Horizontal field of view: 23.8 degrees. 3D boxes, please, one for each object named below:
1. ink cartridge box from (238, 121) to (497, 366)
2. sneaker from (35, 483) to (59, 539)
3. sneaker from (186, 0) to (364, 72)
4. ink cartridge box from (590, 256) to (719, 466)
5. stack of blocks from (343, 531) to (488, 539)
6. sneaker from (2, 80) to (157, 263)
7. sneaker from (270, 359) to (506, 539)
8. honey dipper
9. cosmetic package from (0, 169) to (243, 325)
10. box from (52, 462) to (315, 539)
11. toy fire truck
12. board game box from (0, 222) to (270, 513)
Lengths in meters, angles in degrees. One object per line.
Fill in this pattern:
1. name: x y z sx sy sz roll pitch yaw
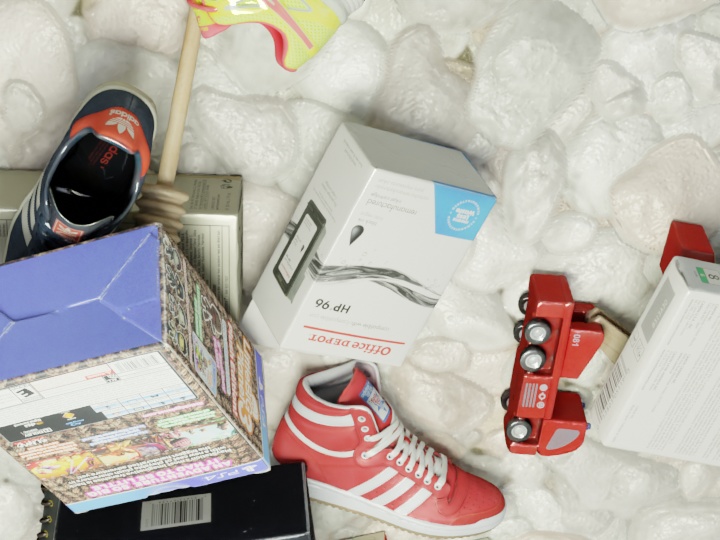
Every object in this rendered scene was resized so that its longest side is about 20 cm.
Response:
1. ink cartridge box: 0.000 0.000 1.270 0.115 0.068 0.201 11 120 -34
2. sneaker: -0.247 0.205 1.402 0.200 0.075 0.106 -42 106 10
3. sneaker: -0.097 -0.206 1.166 0.199 0.078 0.091 32 97 -16
4. ink cartridge box: 0.296 0.079 1.296 0.198 0.050 0.162 10 126 -17
5. stack of blocks: 0.020 0.285 1.445 0.198 0.059 0.116 -12 117 6
6. sneaker: -0.202 -0.032 1.183 0.074 0.085 0.201 20 116 -11
7. sneaker: 0.031 0.140 1.363 0.198 0.071 0.113 14 120 -5
8. honey dipper: -0.127 -0.111 1.210 0.038 0.038 0.202 12 90 -7
9. cosmetic package: -0.187 -0.014 1.280 0.198 0.073 0.104 3 117 -1
10. box: -0.127 0.264 1.336 0.198 0.104 0.183 -8 116 -1
11. toy fire truck: 0.191 0.057 1.333 0.140 0.049 0.201 5 119 -5
12. board game box: -0.171 0.074 1.202 0.158 0.097 0.200 -13 147 11
